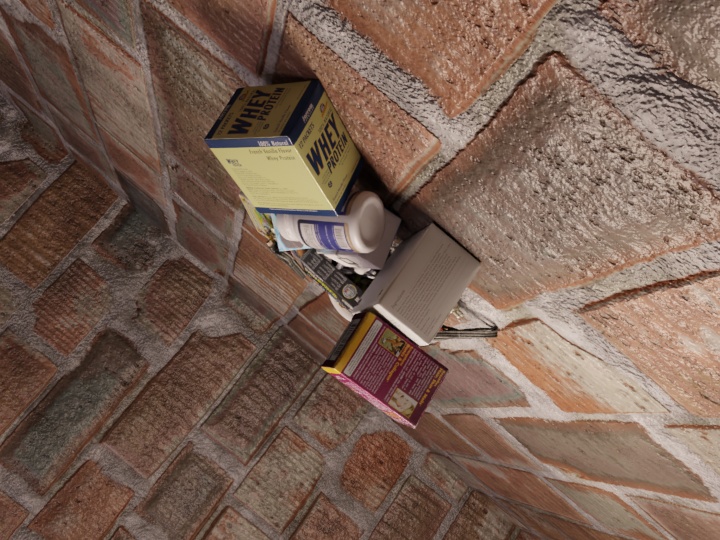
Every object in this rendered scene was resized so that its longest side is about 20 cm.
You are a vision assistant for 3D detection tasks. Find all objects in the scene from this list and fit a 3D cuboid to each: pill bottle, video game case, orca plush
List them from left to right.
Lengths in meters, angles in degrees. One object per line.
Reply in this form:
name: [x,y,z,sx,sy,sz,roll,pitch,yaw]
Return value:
video game case: [-0.214,-0.109,1.720,0.181,0.023,0.200,33,163,19]
pill bottle: [-0.060,-0.099,1.306,0.198,0.117,0.116,7,148,33]
orca plush: [0.000,0.000,1.524,0.199,0.105,0.072,0,123,48]

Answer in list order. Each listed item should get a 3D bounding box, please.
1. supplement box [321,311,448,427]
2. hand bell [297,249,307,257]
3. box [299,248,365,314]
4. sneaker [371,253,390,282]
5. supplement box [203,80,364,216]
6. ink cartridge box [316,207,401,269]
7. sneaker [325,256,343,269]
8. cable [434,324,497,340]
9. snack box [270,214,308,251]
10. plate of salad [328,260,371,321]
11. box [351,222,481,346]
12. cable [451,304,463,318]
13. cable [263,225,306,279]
supplement box: [0.046,0.188,1.290,0.199,0.132,0.103,38,165,-10]
hand bell: [-0.136,-0.099,1.554,0.104,0.104,0.201,30,142,25]
box: [-0.050,0.039,1.556,0.200,0.044,0.160,41,172,7]
sneaker: [0.079,0.040,1.569,0.077,0.083,0.202,7,115,70]
supplement box: [-0.134,-0.216,1.222,0.198,0.135,0.200,5,146,33]
ink cartridge box: [-0.007,-0.072,1.425,0.066,0.117,0.199,27,170,-27]
sneaker: [-0.040,-0.007,1.741,0.080,0.084,0.202,-13,122,15]
cable: [0.205,0.131,1.505,0.197,0.051,0.097,-5,177,19]
snack box: [-0.138,-0.145,1.417,0.115,0.037,0.203,-5,108,23]
plate of salad: [-0.007,0.045,1.651,0.198,0.048,0.203,11,111,29]
box: [0.106,0.038,1.343,0.130,0.201,0.199,38,164,-7]
cable: [0.154,0.036,1.524,0.201,0.050,0.097,51,-179,4]
cable: [-0.170,-0.034,1.677,0.097,0.050,0.200,40,176,40]
